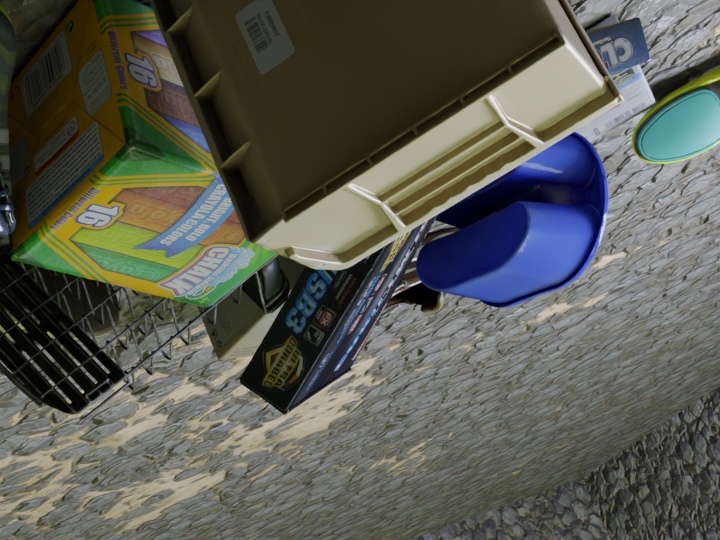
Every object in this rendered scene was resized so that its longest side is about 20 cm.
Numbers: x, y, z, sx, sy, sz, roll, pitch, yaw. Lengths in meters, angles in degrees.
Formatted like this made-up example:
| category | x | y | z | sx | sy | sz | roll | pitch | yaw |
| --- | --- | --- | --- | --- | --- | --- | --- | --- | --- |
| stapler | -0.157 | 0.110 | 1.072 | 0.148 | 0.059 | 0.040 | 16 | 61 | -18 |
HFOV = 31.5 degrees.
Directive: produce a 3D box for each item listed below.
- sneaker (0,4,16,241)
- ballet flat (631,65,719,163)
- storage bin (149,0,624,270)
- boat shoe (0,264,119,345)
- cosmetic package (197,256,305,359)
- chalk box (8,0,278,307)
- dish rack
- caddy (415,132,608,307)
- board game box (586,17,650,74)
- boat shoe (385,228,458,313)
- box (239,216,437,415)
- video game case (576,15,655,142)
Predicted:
| category | x | y | z | sx | sy | sz | roll | pitch | yaw |
| --- | --- | --- | --- | --- | --- | --- | --- | --- | --- |
| sneaker | -0.215 | -0.061 | 0.699 | 0.073 | 0.081 | 0.201 | -18 | 147 | -32 |
| ballet flat | 0.351 | -0.169 | 1.246 | 0.199 | 0.067 | 0.067 | -30 | -160 | 7 |
| storage bin | 0.003 | -0.134 | 0.697 | 0.197 | 0.202 | 0.094 | -31 | 159 | 17 |
| boat shoe | -0.275 | 0.026 | 0.980 | 0.066 | 0.073 | 0.200 | -24 | 163 | 32 |
| cosmetic package | -0.055 | 0.000 | 1.165 | 0.103 | 0.074 | 0.200 | -6 | 154 | -43 |
| chalk box | -0.109 | -0.065 | 0.798 | 0.199 | 0.125 | 0.124 | 16 | 137 | -44 |
| dish rack | -0.165 | 0.011 | 0.879 | 0.200 | 0.153 | 0.055 | -39 | 155 | -24 |
| caddy | 0.133 | -0.047 | 1.127 | 0.104 | 0.143 | 0.199 | 7 | 162 | -33 |
| board game box | 0.099 | -0.139 | 0.964 | 0.198 | 0.035 | 0.135 | -20 | -172 | -15 |
| boat shoe | 0.065 | 0.011 | 1.332 | 0.201 | 0.075 | 0.075 | -13 | 157 | -32 |
| box | 0.000 | 0.000 | 0.981 | 0.201 | 0.049 | 0.198 | -59 | 171 | 10 |
| video game case | 0.188 | -0.151 | 1.154 | 0.142 | 0.018 | 0.200 | -30 | 160 | 13 |
